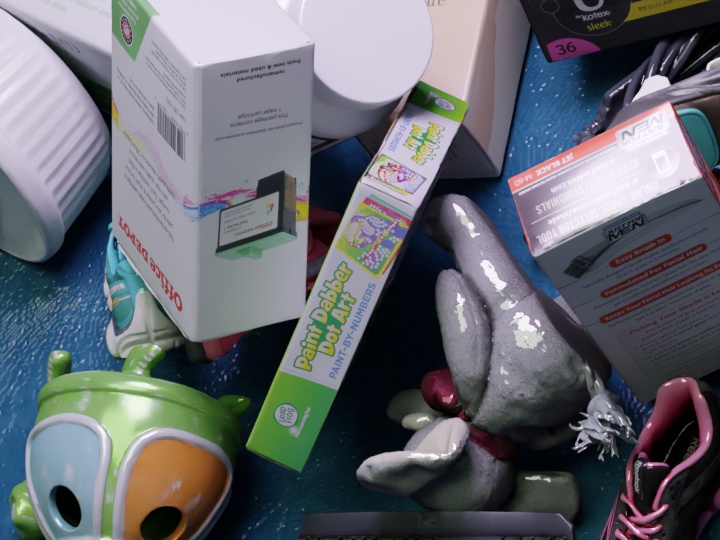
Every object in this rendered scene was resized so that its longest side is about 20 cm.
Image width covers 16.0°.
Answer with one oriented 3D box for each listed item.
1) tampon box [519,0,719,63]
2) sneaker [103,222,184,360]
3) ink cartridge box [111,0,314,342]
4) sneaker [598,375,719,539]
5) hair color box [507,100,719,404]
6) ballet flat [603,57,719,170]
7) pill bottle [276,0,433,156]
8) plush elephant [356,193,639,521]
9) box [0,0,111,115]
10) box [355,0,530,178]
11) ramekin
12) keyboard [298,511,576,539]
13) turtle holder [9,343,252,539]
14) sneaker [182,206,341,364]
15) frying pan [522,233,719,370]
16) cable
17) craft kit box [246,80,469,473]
[{"bbox_3d":[0.182,-0.266,1.757,0.149,0.127,0.201,-12,43,20],"label":"tampon box"},{"bbox_3d":[-0.145,-0.006,1.781,0.077,0.080,0.200,-9,19,-4],"label":"sneaker"},{"bbox_3d":[-0.096,-0.079,1.614,0.083,0.201,0.145,-12,35,-23],"label":"ink cartridge box"},{"bbox_3d":[0.176,0.153,1.563,0.079,0.095,0.201,14,70,29],"label":"sneaker"},{"bbox_3d":[0.179,-0.007,1.553,0.110,0.200,0.064,-25,54,11],"label":"hair color box"},{"bbox_3d":[0.223,-0.102,1.638,0.199,0.068,0.069,-23,37,-1],"label":"ballet flat"},{"bbox_3d":[-0.033,-0.138,1.695,0.116,0.115,0.200,-64,17,-18],"label":"pill bottle"},{"bbox_3d":[0.078,0.087,1.606,0.155,0.165,0.200,-41,41,14],"label":"plush elephant"},{"bbox_3d":[-0.133,-0.213,1.878,0.198,0.171,0.201,27,76,35],"label":"box"},{"bbox_3d":[0.064,-0.170,1.815,0.094,0.078,0.201,-2,62,26],"label":"box"},{"bbox_3d":[-0.269,-0.109,1.877,0.202,0.203,0.094,30,66,36],"label":"ramekin"},{"bbox_3d":[0.050,0.211,1.583,0.199,0.021,0.128,-4,102,32],"label":"keyboard"},{"bbox_3d":[-0.171,0.132,1.714,0.184,0.141,0.133,2,67,22],"label":"turtle holder"},{"bbox_3d":[-0.066,-0.002,1.737,0.086,0.074,0.200,-3,24,18],"label":"sneaker"},{"bbox_3d":[0.192,0.020,1.672,0.189,0.031,0.116,-6,58,26],"label":"frying pan"},{"bbox_3d":[0.245,-0.107,1.694,0.199,0.051,0.163,-34,41,-4],"label":"cable"},{"bbox_3d":[0.000,0.000,1.637,0.048,0.198,0.201,25,116,4],"label":"craft kit box"}]
